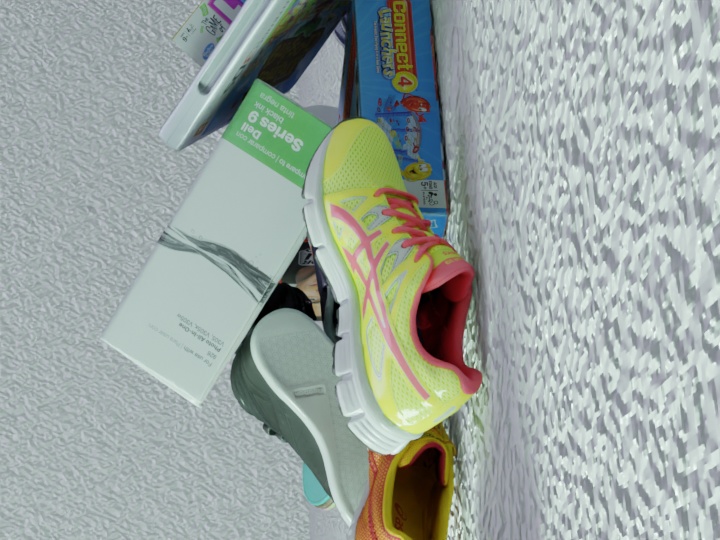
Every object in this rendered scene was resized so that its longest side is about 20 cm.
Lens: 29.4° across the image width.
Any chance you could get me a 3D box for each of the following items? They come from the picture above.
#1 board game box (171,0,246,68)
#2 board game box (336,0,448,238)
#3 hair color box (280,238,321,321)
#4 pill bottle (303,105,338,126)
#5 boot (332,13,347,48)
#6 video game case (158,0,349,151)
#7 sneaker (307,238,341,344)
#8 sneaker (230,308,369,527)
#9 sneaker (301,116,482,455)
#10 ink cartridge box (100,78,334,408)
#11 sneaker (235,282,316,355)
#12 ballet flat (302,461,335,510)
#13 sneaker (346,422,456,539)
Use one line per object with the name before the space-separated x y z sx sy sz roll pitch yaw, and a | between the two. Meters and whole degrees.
board game box | -0.058 -0.204 1.009 0.135 0.034 0.200 -50 -3 10
board game box | 0.018 -0.075 0.997 0.201 0.055 0.199 99 170 -62
hair color box | -0.028 -0.018 1.290 0.201 0.100 0.062 98 170 -65
pill bottle | -0.044 -0.074 1.391 0.201 0.112 0.116 100 168 -65
boot | 0.002 -0.288 1.156 0.090 0.072 0.203 -161 62 -77
video game case | -0.046 -0.178 0.962 0.183 0.022 0.200 -51 -3 28
sneaker | 0.000 0.000 1.108 0.079 0.077 0.203 92 166 -86
sneaker | -0.020 0.117 0.967 0.201 0.070 0.099 56 160 -6
sneaker | 0.028 -0.002 0.796 0.090 0.078 0.203 -26 67 37
ink cartridge box | -0.091 -0.015 0.952 0.202 0.083 0.146 -59 3 -6
sneaker | -0.073 0.052 1.110 0.112 0.076 0.200 65 174 -17
ballet flat | -0.001 0.108 1.191 0.069 0.071 0.203 14 99 45
sneaker | 0.034 0.109 0.878 0.077 0.072 0.202 -47 34 40
